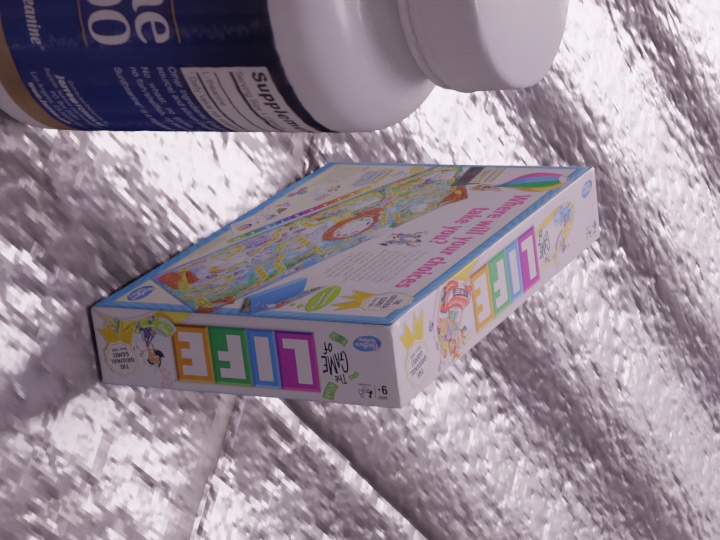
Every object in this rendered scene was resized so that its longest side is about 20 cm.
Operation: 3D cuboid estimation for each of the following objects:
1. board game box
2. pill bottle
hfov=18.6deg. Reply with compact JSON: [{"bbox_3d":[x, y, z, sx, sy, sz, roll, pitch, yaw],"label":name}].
[{"bbox_3d":[0.000,0.000,0.912,0.200,0.134,0.034,-35,122,-55],"label":"board game box"},{"bbox_3d":[-0.034,-0.104,0.769,0.111,0.200,0.111,-7,98,-62],"label":"pill bottle"}]
